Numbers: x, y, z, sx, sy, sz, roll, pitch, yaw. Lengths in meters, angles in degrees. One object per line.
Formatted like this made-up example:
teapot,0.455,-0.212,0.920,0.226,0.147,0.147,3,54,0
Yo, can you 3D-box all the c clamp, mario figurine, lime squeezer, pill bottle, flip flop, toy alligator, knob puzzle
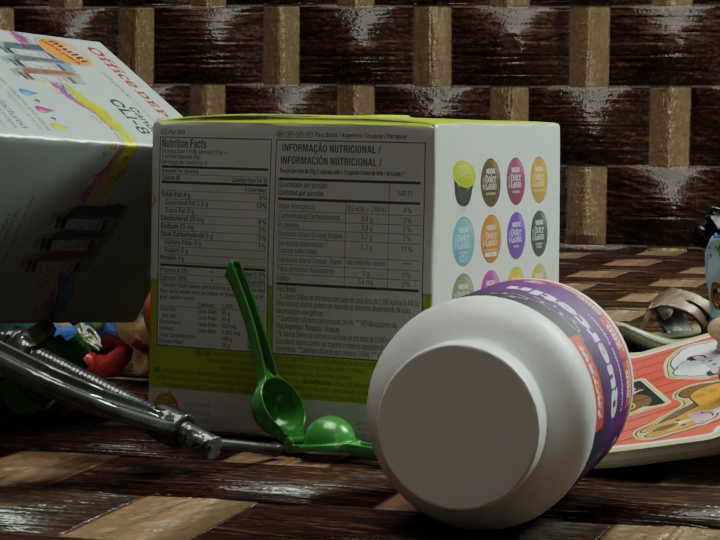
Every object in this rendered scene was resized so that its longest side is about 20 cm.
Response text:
c clamp,-0.165,0.064,1.289,0.199,0.027,0.171,23,2,27
mario figurine,-0.182,0.024,1.713,0.106,0.124,0.200,14,-10,-42
lime squeezer,-0.022,0.078,1.329,0.200,0.071,0.038,39,8,32
pill bottle,0.069,0.065,1.131,0.112,0.113,0.200,1,4,14
flip flop,0.277,0.042,1.909,0.199,0.058,0.081,-2,4,-29
toy alligator,-0.209,0.069,1.517,0.054,0.059,0.200,-41,3,4
knob puzzle,0.174,0.067,1.324,0.219,0.031,0.220,-14,14,4

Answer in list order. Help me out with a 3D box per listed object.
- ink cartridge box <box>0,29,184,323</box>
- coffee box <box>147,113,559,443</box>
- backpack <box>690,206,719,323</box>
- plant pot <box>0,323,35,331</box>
ink cartridge box,-0.226,-0.062,1.469,0.145,0.145,0.200,42,24,32
coffee box,0.000,0.000,1.455,0.199,0.199,0.199,2,4,27
backpack,0.329,0.016,1.631,0.199,0.155,0.190,-5,-6,16
plant pot,-0.307,-0.008,1.655,0.160,0.202,0.200,6,1,-22
